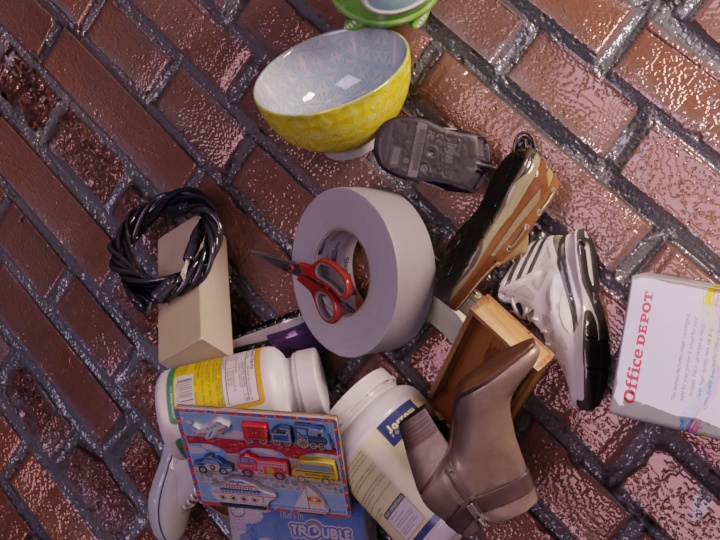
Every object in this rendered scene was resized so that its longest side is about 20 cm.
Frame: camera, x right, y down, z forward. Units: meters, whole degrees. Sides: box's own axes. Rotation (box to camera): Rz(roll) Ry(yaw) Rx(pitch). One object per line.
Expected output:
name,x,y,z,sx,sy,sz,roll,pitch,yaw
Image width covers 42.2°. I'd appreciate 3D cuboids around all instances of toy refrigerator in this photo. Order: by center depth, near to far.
toy refrigerator,-0.218,0.035,1.235,0.075,0.070,0.203,-28,49,22

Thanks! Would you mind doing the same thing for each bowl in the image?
bowl,-0.023,-0.203,1.154,0.197,0.202,0.109,0,132,25

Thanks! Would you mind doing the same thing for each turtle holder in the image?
turtle holder,0.048,-0.367,1.105,0.182,0.132,0.144,12,72,1

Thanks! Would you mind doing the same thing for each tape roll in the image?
tape roll,0.000,0.000,1.138,0.198,0.065,0.205,9,102,48

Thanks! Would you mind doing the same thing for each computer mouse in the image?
computer mouse,0.108,-0.103,1.115,0.196,0.046,0.143,6,92,-4

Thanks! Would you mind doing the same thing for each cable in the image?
cable,-0.260,-0.043,1.233,0.163,0.051,0.201,-44,44,7

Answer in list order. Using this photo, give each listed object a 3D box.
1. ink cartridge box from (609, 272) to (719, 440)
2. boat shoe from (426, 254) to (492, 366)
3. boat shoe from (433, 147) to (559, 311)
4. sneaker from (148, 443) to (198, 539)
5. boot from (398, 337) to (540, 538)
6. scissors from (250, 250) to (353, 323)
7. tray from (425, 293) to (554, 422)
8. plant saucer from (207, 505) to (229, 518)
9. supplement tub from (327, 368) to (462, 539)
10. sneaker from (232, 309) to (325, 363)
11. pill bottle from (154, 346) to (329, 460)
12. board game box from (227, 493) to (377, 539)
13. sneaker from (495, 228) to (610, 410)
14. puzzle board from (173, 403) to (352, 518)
ink cartridge box,0.372,0.090,0.960,0.197,0.144,0.148,12,95,24
boat shoe,0.113,0.035,1.129,0.202,0.060,0.073,50,149,21
boat shoe,0.160,-0.039,1.063,0.073,0.076,0.202,32,93,-21
sneaker,-0.229,0.277,1.239,0.070,0.073,0.204,20,107,28
boot,0.138,0.182,0.973,0.199,0.070,0.147,-36,89,23
scissors,-0.076,-0.006,1.168,0.199,0.014,0.074,39,125,40
tray,0.143,0.125,1.065,0.099,0.037,0.201,43,144,19
plant saucer,-0.166,0.234,1.259,0.197,0.034,0.205,5,101,26
supplement tub,0.055,0.230,1.108,0.200,0.144,0.146,43,107,18
sneaker,-0.137,0.120,1.240,0.197,0.076,0.089,-19,94,29
pill bottle,-0.142,0.158,1.150,0.196,0.113,0.115,-14,84,4
board game box,-0.069,0.377,1.201,0.196,0.043,0.203,-2,100,24
sneaker,0.220,0.062,1.081,0.114,0.075,0.205,-10,78,33
puzzle board,-0.112,0.225,1.084,0.196,0.017,0.153,2,121,15
